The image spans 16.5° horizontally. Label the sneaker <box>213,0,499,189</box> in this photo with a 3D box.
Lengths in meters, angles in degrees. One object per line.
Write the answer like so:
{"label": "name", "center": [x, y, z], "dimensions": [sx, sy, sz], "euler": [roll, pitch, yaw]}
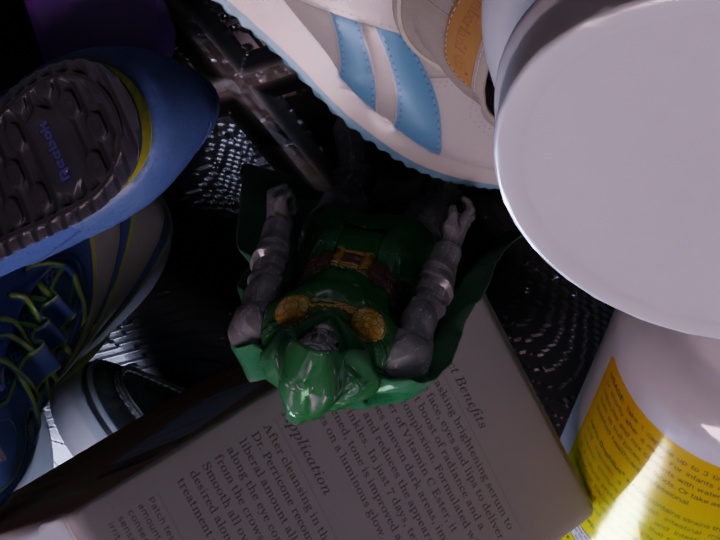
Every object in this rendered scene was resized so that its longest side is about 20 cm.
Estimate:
{"label": "sneaker", "center": [0.015, -0.099, 0.803], "dimensions": [0.199, 0.077, 0.081], "euler": [35, 129, -29]}

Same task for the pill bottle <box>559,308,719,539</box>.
{"label": "pill bottle", "center": [0.134, 0.053, 0.921], "dimensions": [0.103, 0.105, 0.201], "euler": [15, 141, -1]}

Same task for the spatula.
{"label": "spatula", "center": [-0.117, -0.141, 0.833], "dimensions": [0.056, 0.021, 0.201], "euler": [-3, 137, 23]}

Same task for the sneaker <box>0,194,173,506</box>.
{"label": "sneaker", "center": [-0.131, 0.043, 0.912], "dimensions": [0.105, 0.200, 0.076], "euler": [29, 150, 47]}

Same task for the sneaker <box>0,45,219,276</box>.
{"label": "sneaker", "center": [-0.138, -0.025, 0.890], "dimensions": [0.199, 0.078, 0.066], "euler": [-22, 89, 25]}

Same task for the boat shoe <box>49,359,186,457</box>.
{"label": "boat shoe", "center": [-0.041, 0.089, 1.059], "dimensions": [0.200, 0.072, 0.071], "euler": [36, 117, -27]}

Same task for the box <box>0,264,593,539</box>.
{"label": "box", "center": [-0.044, 0.100, 0.914], "dimensions": [0.152, 0.199, 0.107], "euler": [-23, 96, 53]}

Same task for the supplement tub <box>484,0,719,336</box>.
{"label": "supplement tub", "center": [0.111, -0.098, 0.660], "dimensions": [0.144, 0.201, 0.146], "euler": [9, 141, 7]}

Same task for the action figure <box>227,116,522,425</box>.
{"label": "action figure", "center": [0.000, 0.000, 0.827], "dimensions": [0.117, 0.200, 0.055], "euler": [7, 114, 6]}

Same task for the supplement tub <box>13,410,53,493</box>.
{"label": "supplement tub", "center": [-0.206, 0.102, 1.039], "dimensions": [0.144, 0.146, 0.200], "euler": [18, 147, -4]}

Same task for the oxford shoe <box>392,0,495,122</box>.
{"label": "oxford shoe", "center": [0.105, -0.066, 0.784], "dimensions": [0.198, 0.058, 0.076], "euler": [8, 119, -26]}
